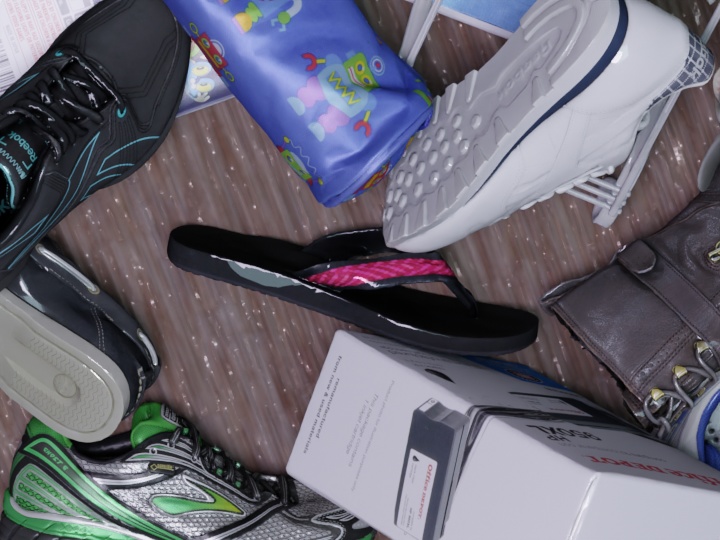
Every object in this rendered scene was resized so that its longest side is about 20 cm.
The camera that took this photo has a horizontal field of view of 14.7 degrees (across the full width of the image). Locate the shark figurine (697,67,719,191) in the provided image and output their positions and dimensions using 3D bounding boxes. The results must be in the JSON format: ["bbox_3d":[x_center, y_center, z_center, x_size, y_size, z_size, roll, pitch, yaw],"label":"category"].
[{"bbox_3d":[0.244,-0.099,1.401,0.089,0.214,0.129,30,138,17],"label":"shark figurine"}]

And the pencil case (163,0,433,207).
[{"bbox_3d":[-0.043,-0.129,1.365,0.087,0.078,0.200,-39,96,-15],"label":"pencil case"}]

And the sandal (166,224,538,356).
[{"bbox_3d":[0.000,0.000,1.435,0.199,0.075,0.045,16,103,-5],"label":"sandal"}]

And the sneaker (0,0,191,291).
[{"bbox_3d":[-0.149,-0.061,1.361,0.075,0.079,0.200,38,78,0],"label":"sneaker"}]

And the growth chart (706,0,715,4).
[{"bbox_3d":[0.192,-0.211,1.432,0.200,0.018,0.145,35,94,-17],"label":"growth chart"}]

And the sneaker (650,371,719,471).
[{"bbox_3d":[0.172,0.118,1.465,0.075,0.088,0.201,21,99,-10],"label":"sneaker"}]

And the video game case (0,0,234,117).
[{"bbox_3d":[-0.134,-0.170,1.412,0.181,0.023,0.201,-19,101,3],"label":"video game case"}]

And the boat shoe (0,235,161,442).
[{"bbox_3d":[-0.189,0.003,1.430,0.200,0.068,0.072,41,129,1],"label":"boat shoe"}]

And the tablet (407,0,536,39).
[{"bbox_3d":[0.063,-0.194,1.435,0.199,0.014,0.131,20,98,-9],"label":"tablet"}]

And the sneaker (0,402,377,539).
[{"bbox_3d":[-0.086,0.116,1.447,0.199,0.078,0.086,6,99,-6],"label":"sneaker"}]

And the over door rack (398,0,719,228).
[{"bbox_3d":[0.104,-0.126,1.397,0.147,0.067,0.200,21,132,-8],"label":"over door rack"}]

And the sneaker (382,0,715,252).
[{"bbox_3d":[0.085,-0.062,1.369,0.080,0.077,0.200,20,139,-31],"label":"sneaker"}]

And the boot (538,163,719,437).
[{"bbox_3d":[0.205,0.019,1.410,0.174,0.200,0.069,-44,136,-7],"label":"boot"}]

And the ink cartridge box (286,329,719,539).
[{"bbox_3d":[0.084,0.108,1.376,0.144,0.200,0.085,12,101,-43],"label":"ink cartridge box"}]
